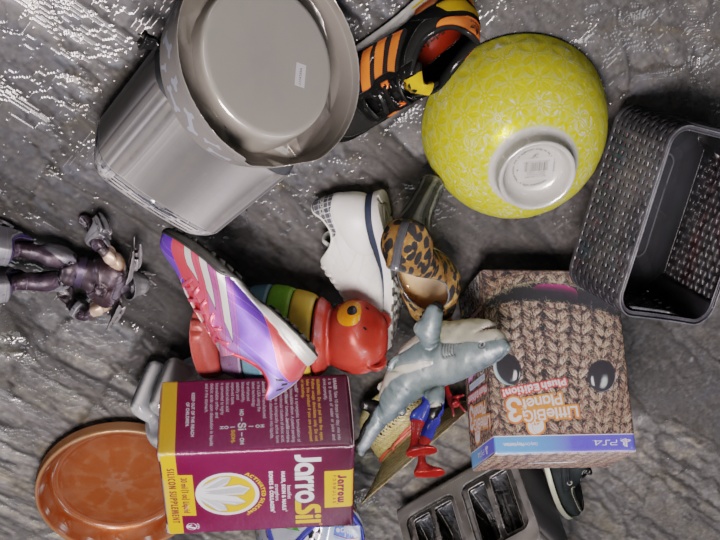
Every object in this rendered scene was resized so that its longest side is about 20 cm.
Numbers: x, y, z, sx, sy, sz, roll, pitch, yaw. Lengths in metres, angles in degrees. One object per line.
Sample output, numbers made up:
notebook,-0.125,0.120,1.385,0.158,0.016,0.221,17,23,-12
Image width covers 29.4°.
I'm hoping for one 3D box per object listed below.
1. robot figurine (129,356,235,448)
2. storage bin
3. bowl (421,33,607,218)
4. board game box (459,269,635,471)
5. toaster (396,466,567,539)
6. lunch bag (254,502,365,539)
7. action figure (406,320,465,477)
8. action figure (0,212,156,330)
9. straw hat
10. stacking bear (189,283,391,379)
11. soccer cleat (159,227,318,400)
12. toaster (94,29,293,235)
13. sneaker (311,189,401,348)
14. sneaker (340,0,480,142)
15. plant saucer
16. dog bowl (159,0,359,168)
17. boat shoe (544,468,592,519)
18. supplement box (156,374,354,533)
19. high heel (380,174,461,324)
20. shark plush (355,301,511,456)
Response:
robot figurine,-0.162,0.173,1.542,0.199,0.114,0.169,36,154,-30
storage bin,0.315,-0.058,1.423,0.134,0.094,0.203,8,104,-31
bowl,0.167,-0.124,1.386,0.197,0.108,0.202,-5,127,-7
board game box,0.201,0.109,1.497,0.157,0.203,0.097,0,162,-10
toaster,0.153,0.337,1.669,0.180,0.201,0.119,-32,130,14
lunch bag,-0.061,0.293,1.616,0.122,0.171,0.202,2,128,-17
action figure,0.083,0.127,1.502,0.051,0.202,0.066,-10,137,17
action figure,-0.306,-0.003,1.417,0.197,0.070,0.132,10,117,-22
straw hat,0.046,0.178,1.595,0.201,0.201,0.085,-44,81,21
stacking bear,-0.067,0.066,1.446,0.197,0.122,0.115,3,134,7
soccer cleat,-0.134,0.040,1.358,0.200,0.068,0.073,43,85,0
toaster,-0.168,-0.126,1.319,0.199,0.114,0.129,32,118,-31
sneaker,0.000,0.000,1.479,0.079,0.077,0.202,-4,124,8
sneaker,0.035,-0.188,1.324,0.200,0.091,0.070,-41,123,19
plant saucer,-0.286,0.254,1.631,0.197,0.033,0.202,-5,126,-6
dog bowl,-0.095,-0.187,1.251,0.199,0.202,0.058,34,154,-30
boat shoe,0.257,0.226,1.684,0.065,0.075,0.201,-13,119,15
supplement box,-0.106,0.190,1.417,0.197,0.104,0.132,-3,131,-3
high heel,0.054,0.020,1.409,0.070,0.143,0.202,7,125,17
shark plush,0.061,0.116,1.424,0.199,0.084,0.091,-39,151,1
